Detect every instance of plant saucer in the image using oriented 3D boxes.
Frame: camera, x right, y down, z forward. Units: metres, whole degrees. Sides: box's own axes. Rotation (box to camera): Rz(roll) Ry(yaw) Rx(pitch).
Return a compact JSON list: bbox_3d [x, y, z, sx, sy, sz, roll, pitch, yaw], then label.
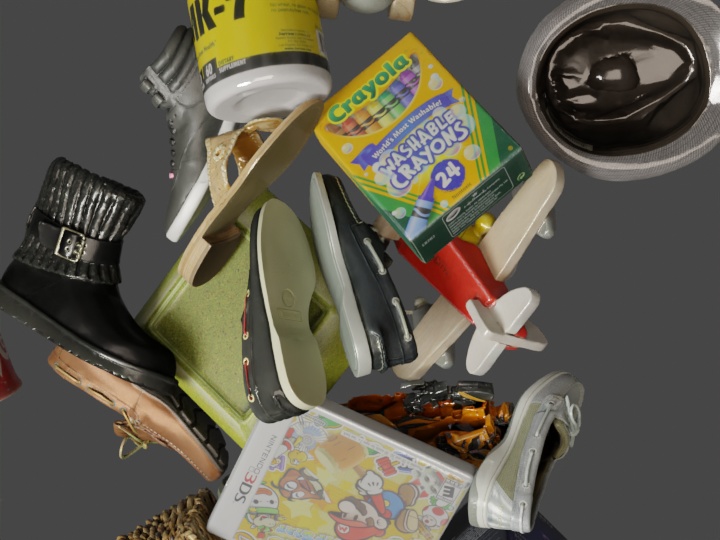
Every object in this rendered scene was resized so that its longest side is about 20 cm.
[{"bbox_3d":[-0.105,0.045,1.690,0.199,0.048,0.201,42,102,17],"label":"plant saucer"}]

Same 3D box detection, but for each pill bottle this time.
[{"bbox_3d":[-0.096,-0.241,1.600,0.113,0.114,0.202,-12,78,5],"label":"pill bottle"}]

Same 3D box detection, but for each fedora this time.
[{"bbox_3d":[0.241,-0.175,1.645,0.198,0.090,0.178,-17,101,12],"label":"fedora"}]

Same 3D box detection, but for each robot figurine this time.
[{"bbox_3d":[0.049,0.156,1.717,0.198,0.145,0.059,-10,59,12],"label":"robot figurine"}]

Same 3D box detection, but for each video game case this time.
[{"bbox_3d":[-0.020,0.210,1.676,0.199,0.023,0.183,24,121,-5],"label":"video game case"}]

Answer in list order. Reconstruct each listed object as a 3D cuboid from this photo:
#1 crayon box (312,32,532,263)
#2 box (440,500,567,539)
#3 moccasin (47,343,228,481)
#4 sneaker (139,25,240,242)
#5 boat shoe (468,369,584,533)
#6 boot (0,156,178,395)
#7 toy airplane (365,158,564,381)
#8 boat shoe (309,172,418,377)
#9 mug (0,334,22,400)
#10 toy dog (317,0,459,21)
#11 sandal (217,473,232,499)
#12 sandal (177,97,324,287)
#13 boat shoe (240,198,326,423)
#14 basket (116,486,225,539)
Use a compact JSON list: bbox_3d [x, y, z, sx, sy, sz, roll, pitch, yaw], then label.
[{"bbox_3d":[0.041,-0.120,1.614,0.125,0.052,0.200,-39,59,-2],"label":"crayon box"},{"bbox_3d":[0.147,0.301,1.705,0.148,0.200,0.104,44,101,-9],"label":"box"},{"bbox_3d":[-0.211,0.132,1.740,0.201,0.074,0.078,39,103,-6],"label":"moccasin"},{"bbox_3d":[-0.165,-0.133,1.682,0.098,0.071,0.202,21,97,-2],"label":"sneaker"},{"bbox_3d":[0.165,0.168,1.681,0.064,0.202,0.075,13,127,25],"label":"boat shoe"},{"bbox_3d":[-0.228,0.004,1.674,0.210,0.079,0.159,30,87,9],"label":"boot"},{"bbox_3d":[0.107,0.000,1.666,0.199,0.141,0.201,-3,92,36],"label":"toy airplane"},{"bbox_3d":[0.000,0.000,1.619,0.060,0.076,0.202,-10,67,-12],"label":"boat shoe"},{"bbox_3d":[-0.428,0.039,1.699,0.176,0.133,0.202,-15,99,3],"label":"mug"},{"bbox_3d":[0.013,-0.278,1.594,0.131,0.200,0.097,2,87,-24],"label":"toy dog"},{"bbox_3d":[-0.045,0.251,1.765,0.199,0.080,0.058,19,101,6],"label":"sandal"},{"bbox_3d":[-0.118,-0.086,1.623,0.070,0.077,0.212,42,115,16],"label":"sandal"},{"bbox_3d":[-0.077,0.034,1.607,0.063,0.073,0.203,-25,61,36],"label":"boat shoe"},{"bbox_3d":[-0.163,0.340,1.753,0.148,0.143,0.201,-30,101,9],"label":"basket"}]
